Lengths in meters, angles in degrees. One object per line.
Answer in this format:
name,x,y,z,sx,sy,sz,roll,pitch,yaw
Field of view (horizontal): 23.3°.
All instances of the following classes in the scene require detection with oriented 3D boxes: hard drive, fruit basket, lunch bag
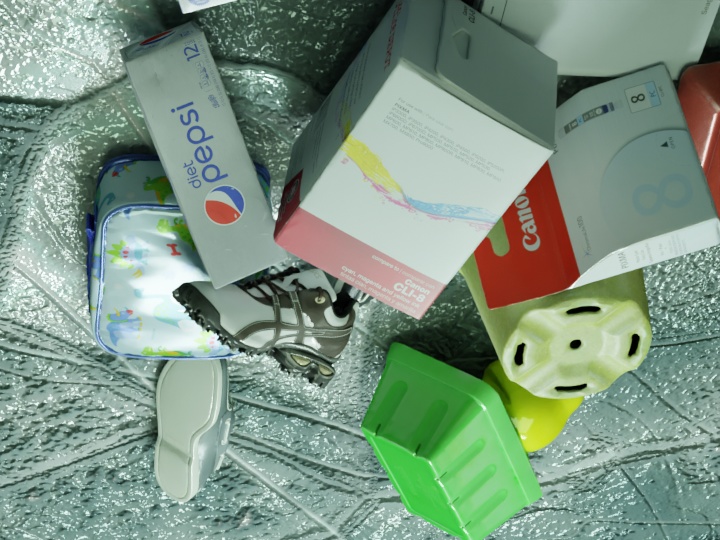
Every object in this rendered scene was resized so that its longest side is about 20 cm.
hard drive,0.192,-0.215,1.424,0.199,0.027,0.132,1,136,-12
fruit basket,0.121,0.144,1.732,0.215,0.155,0.217,-27,128,-41
lunch bag,-0.161,-0.012,1.527,0.160,0.083,0.201,-1,136,-12

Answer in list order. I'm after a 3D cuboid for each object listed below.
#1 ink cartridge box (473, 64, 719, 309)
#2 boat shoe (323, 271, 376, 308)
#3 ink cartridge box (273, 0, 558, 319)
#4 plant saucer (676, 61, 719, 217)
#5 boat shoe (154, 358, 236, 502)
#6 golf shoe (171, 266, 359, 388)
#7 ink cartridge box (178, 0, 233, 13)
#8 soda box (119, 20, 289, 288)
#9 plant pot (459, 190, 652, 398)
ink cartridge box,0.180,-0.070,1.443,0.199,0.161,0.047,-16,148,7
boat shoe,0.000,0.000,1.576,0.060,0.076,0.200,13,133,-15
ink cartridge box,0.045,-0.098,1.392,0.144,0.146,0.200,28,125,-13
plant saucer,0.362,-0.105,1.542,0.198,0.037,0.201,-10,137,-14
boat shoe,-0.157,0.139,1.717,0.062,0.073,0.201,-33,147,-44
golf shoe,-0.078,0.028,1.487,0.200,0.078,0.095,26,99,-52
ink cartridge box,-0.043,-0.257,1.286,0.199,0.094,0.044,-14,137,4
soda box,-0.125,-0.092,1.398,0.068,0.063,0.201,-23,109,-5
plant pot,0.172,0.002,1.531,0.199,0.185,0.201,-5,136,-5
